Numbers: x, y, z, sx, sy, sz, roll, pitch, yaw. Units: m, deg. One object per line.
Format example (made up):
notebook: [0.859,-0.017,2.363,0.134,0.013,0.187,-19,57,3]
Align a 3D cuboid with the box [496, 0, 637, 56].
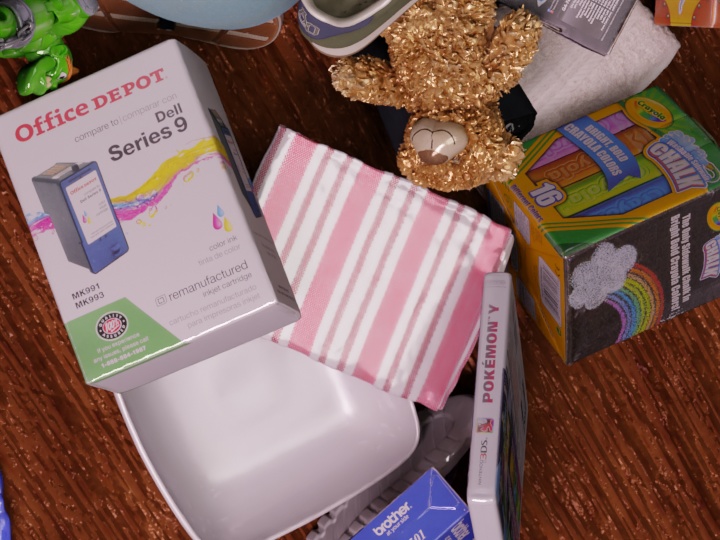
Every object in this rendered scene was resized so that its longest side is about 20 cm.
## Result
box: [0.129,-0.281,1.446,0.198,0.050,0.200,26,99,-4]

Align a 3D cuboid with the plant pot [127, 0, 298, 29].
plant pot: [-0.094,-0.239,1.381,0.200,0.200,0.135,-43,139,-8]

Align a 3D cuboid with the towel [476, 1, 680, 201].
towel: [0.139,-0.151,1.592,0.200,0.034,0.133,-46,109,-7]

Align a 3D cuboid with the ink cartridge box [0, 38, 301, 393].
ink cartridge box: [-0.146,-0.036,1.428,0.145,0.088,0.200,-22,78,7]

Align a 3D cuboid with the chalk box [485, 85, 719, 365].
chalk box: [0.209,-0.044,1.560,0.200,0.124,0.125,-23,138,-15]

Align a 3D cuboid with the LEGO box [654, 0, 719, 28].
LEGO box: [0.310,-0.283,1.594,0.149,0.077,0.200,-1,98,-28]

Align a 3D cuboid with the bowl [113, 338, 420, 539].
bowl: [-0.078,0.086,1.534,0.200,0.075,0.200,-28,106,-13]

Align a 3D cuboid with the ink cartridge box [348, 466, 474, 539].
ink cartridge box: [0.044,0.205,1.526,0.094,0.200,0.044,-41,72,-4]

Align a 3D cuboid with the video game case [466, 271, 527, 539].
video game case: [0.100,0.130,1.508,0.023,0.200,0.182,1,57,9]

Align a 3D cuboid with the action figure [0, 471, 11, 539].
action figure: [-0.264,0.208,1.481,0.065,0.099,0.200,-12,104,-15]

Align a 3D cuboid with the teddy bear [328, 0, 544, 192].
teddy bear: [0.054,-0.149,1.419,0.145,0.067,0.200,12,104,1]

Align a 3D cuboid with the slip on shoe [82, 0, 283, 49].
slip on shoe: [-0.151,-0.211,1.480,0.200,0.076,0.061,9,55,-11]

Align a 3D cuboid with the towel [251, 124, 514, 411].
towel: [0.000,0.000,1.497,0.200,0.030,0.147,24,87,-16]

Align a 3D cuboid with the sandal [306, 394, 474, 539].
sandal: [0.028,0.173,1.579,0.203,0.082,0.050,-45,119,10]

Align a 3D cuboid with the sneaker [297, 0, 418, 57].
sneaker: [0.035,-0.219,1.345,0.200,0.090,0.067,-45,82,6]

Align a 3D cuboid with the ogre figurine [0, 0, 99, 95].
ogre figurine: [-0.249,-0.161,1.392,0.120,0.200,0.098,-23,79,-31]

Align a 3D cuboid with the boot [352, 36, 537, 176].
boot: [0.085,-0.173,1.520,0.200,0.076,0.168,-30,80,-6]
